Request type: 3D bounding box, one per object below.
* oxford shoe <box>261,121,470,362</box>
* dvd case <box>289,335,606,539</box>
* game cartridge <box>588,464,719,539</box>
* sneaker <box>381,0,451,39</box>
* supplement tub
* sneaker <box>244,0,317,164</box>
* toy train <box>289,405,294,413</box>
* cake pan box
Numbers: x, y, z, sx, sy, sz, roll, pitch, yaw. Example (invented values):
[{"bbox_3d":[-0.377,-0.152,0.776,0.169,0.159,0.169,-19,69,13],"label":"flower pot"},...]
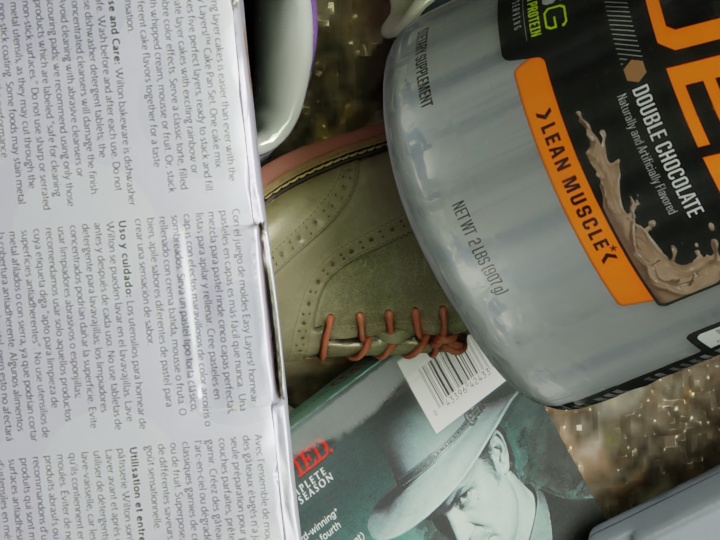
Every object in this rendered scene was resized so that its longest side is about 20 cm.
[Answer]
[{"bbox_3d":[0.000,0.000,0.888,0.200,0.070,0.075,-35,78,-18],"label":"oxford shoe"},{"bbox_3d":[0.034,0.125,0.916,0.146,0.022,0.200,-36,103,-37],"label":"dvd case"},{"bbox_3d":[0.179,0.132,0.935,0.133,0.041,0.200,-26,111,21],"label":"game cartridge"},{"bbox_3d":[0.007,-0.159,0.887,0.090,0.067,0.201,-24,87,-30],"label":"sneaker"},{"bbox_3d":[0.117,-0.050,0.802,0.200,0.123,0.123,-24,99,20],"label":"supplement tub"},{"bbox_3d":[-0.055,-0.127,0.864,0.072,0.114,0.201,-19,95,-15],"label":"sneaker"},{"bbox_3d":[-0.107,0.081,0.877,0.200,0.056,0.151,10,87,-17],"label":"toy train"},{"bbox_3d":[-0.111,0.022,0.794,0.184,0.052,0.201,-7,93,2],"label":"cake pan box"}]
